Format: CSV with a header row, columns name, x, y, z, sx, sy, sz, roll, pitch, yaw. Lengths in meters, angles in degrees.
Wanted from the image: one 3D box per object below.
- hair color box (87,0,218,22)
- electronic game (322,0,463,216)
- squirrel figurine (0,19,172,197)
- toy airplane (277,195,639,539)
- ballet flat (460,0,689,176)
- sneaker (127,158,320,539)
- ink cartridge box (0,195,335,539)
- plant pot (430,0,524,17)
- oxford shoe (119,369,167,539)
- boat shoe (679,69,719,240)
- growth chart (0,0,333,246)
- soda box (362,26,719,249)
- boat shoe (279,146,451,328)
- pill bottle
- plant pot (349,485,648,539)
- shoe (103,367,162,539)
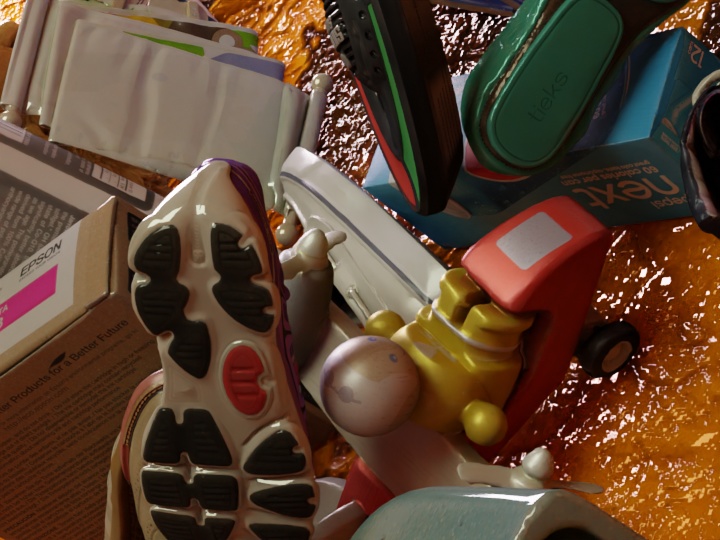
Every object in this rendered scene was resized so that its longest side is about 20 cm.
name,x,y,z,sx,sy,sz,roll,pitch,yaw
hair color box,-0.179,-0.204,1.627,0.061,0.100,0.200,-51,33,8
electronic game,0.004,-0.121,1.133,0.042,0.200,0.200,-19,37,-5
squirrel figurine,-0.219,-0.070,1.469,0.187,0.200,0.142,-55,45,48
toy airplane,0.021,0.069,1.096,0.200,0.141,0.199,-8,74,32
ballet flat,0.111,-0.131,1.110,0.200,0.067,0.070,-52,19,-3
sneaker,-0.051,0.043,1.060,0.081,0.200,0.083,5,29,10
ink cartridge box,-0.138,0.069,1.277,0.200,0.165,0.075,-33,40,30
plant pot,0.055,-0.245,1.289,0.200,0.200,0.180,20,85,56
oxford shoe,-0.071,0.127,1.157,0.070,0.200,0.075,-13,46,-7
boat shoe,0.187,-0.077,1.059,0.075,0.093,0.200,-31,40,32
growth chart,-0.112,-0.105,1.395,0.018,0.200,0.145,113,176,-54
soda box,0.096,-0.062,1.184,0.200,0.068,0.064,-9,55,48
boat shoe,0.000,0.000,1.256,0.066,0.072,0.200,-49,42,2
pill bottle,-0.170,-0.009,1.339,0.111,0.200,0.111,-60,12,21
plant pot,0.052,0.197,0.916,0.196,0.196,0.200,-62,23,-9
shoe,-0.098,0.099,1.220,0.200,0.070,0.053,110,154,-44
